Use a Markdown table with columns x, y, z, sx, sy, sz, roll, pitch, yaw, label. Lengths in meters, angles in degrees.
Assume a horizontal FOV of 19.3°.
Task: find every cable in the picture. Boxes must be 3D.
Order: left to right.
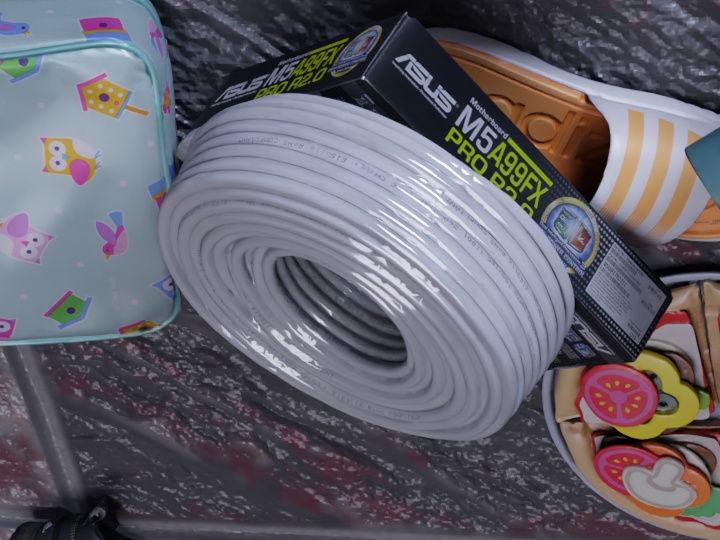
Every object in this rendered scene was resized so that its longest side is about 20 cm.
| x | y | z | sx | sy | sz | roll | pitch | yaw | label |
| --- | --- | --- | --- | --- | --- | --- | --- | --- | --- |
| 0.000 | 0.000 | 0.989 | 0.200 | 0.069 | 0.200 | 39 | 154 | -10 | cable |

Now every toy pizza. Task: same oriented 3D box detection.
| x | y | z | sx | sy | sz | roll | pitch | yaw | label |
| --- | --- | --- | --- | --- | --- | --- | --- | --- | --- |
| 0.195 | 0.083 | 1.132 | 0.200 | 0.032 | 0.201 | 8 | 132 | 9 | toy pizza |

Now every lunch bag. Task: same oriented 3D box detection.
| x | y | z | sx | sy | sz | roll | pitch | yaw | label |
| --- | --- | --- | --- | --- | --- | --- | --- | --- | --- |
| -0.172 | -0.054 | 1.070 | 0.160 | 0.077 | 0.200 | -4 | 130 | -2 | lunch bag |

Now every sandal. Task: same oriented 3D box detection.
| x | y | z | sx | sy | sz | roll | pitch | yaw | label |
| --- | --- | --- | --- | --- | --- | --- | --- | --- | --- |
| 0.104 | -0.051 | 1.024 | 0.206 | 0.059 | 0.079 | 19 | 133 | -1 | sandal |

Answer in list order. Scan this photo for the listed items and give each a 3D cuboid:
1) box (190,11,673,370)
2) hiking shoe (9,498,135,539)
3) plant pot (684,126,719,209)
| x | y | z | sx | sy | sz | roll | pitch | yaw | label |
| --- | --- | --- | --- | --- | --- | --- | --- | --- | --- |
| 0.033 | -0.029 | 1.034 | 0.200 | 0.044 | 0.160 | 44 | 153 | -21 | box |
| -0.132 | 0.228 | 1.329 | 0.101 | 0.076 | 0.200 | -23 | 120 | 36 | hiking shoe |
| 0.265 | -0.021 | 0.916 | 0.161 | 0.201 | 0.201 | -37 | 115 | 11 | plant pot |
